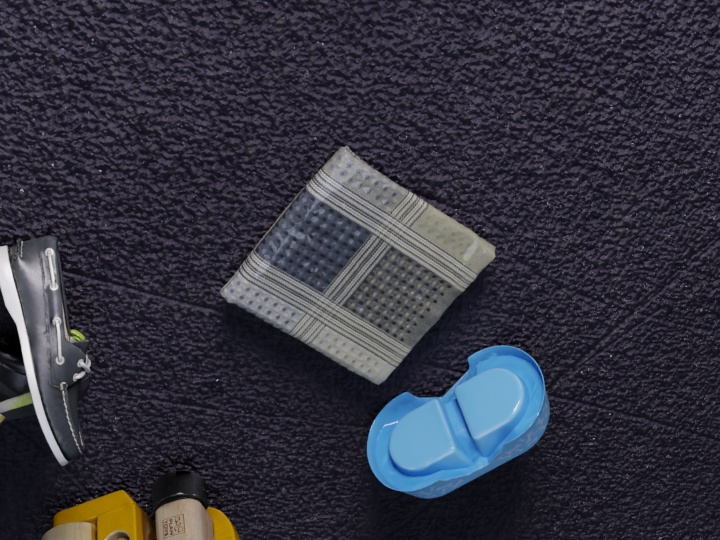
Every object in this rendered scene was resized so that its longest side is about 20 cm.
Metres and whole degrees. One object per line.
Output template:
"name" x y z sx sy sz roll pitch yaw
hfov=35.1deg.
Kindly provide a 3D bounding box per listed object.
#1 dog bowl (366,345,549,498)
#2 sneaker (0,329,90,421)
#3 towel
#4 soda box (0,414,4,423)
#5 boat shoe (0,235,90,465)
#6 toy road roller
"dog bowl" 0.104 0.159 1.157 0.199 0.112 0.050 -31 137 11
"sneaker" -0.350 0.098 1.069 0.198 0.072 0.084 -15 102 -1
"towel" 0.000 0.000 1.078 0.199 0.035 0.193 32 111 -25
"soda box" -0.417 0.099 0.998 0.200 0.064 0.068 41 95 -9
"boat shoe" -0.269 0.069 1.004 0.060 0.076 0.202 -16 96 -13
"toy road roller" -0.221 0.314 1.189 0.198 0.124 0.147 -18 138 4
